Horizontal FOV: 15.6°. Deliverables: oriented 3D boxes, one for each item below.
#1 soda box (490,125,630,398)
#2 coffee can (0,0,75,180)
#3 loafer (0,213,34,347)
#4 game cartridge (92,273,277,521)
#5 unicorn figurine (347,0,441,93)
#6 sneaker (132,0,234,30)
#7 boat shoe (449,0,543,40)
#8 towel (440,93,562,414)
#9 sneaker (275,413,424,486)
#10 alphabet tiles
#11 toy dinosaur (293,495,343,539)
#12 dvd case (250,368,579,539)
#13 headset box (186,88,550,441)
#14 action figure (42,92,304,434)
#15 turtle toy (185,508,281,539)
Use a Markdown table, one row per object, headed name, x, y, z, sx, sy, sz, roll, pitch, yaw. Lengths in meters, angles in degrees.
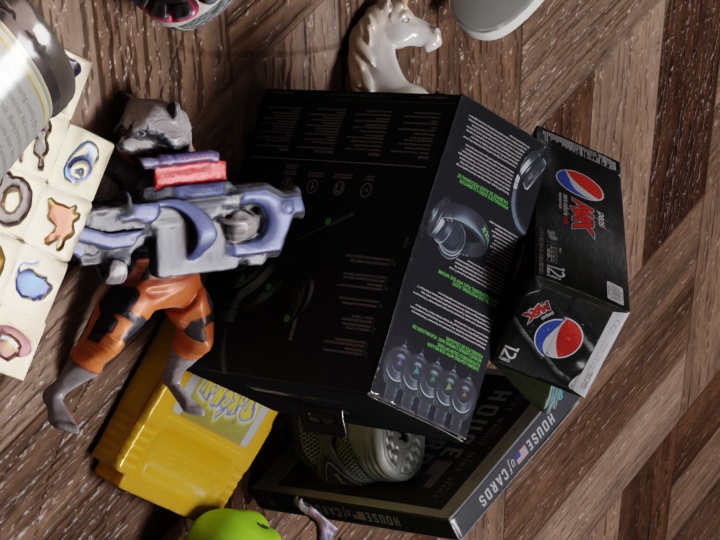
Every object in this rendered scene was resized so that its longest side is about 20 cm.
| name | x | y | z | sx | sy | sz | roll | pitch | yaw |
| --- | --- | --- | --- | --- | --- | --- | --- | --- | --- |
| soda box | 0.122 | -0.008 | 1.620 | 0.200 | 0.063 | 0.071 | -82 | -165 | -61 |
| coffee can | -0.241 | -0.049 | 1.147 | 0.200 | 0.146 | 0.147 | -54 | 155 | -20 |
| loafer | -0.229 | 0.033 | 1.372 | 0.073 | 0.071 | 0.201 | 15 | 90 | -35 |
| game cartridge | -0.087 | 0.064 | 1.720 | 0.201 | 0.032 | 0.176 | -62 | 156 | -4 |
| unicorn figurine | 0.031 | -0.084 | 1.715 | 0.200 | 0.137 | 0.074 | -57 | 170 | 25 |
| sneaker | -0.062 | -0.223 | 1.429 | 0.200 | 0.081 | 0.075 | -55 | 171 | 2 |
| boat shoe | 0.129 | -0.237 | 1.797 | 0.200 | 0.071 | 0.064 | -60 | 155 | -11 |
| towel | 0.095 | -0.015 | 1.813 | 0.022 | 0.200 | 0.147 | -3 | 121 | -36 |
| sneaker | -0.009 | 0.057 | 1.831 | 0.076 | 0.114 | 0.200 | 30 | 57 | -47 |
| alphabet tiles | -0.206 | -0.031 | 1.315 | 0.166 | 0.006 | 0.201 | 26 | 83 | -45 |
| toy dinosaur | -0.075 | 0.245 | 1.797 | 0.182 | 0.200 | 0.105 | -51 | 127 | -7 |
| dvd case | 0.037 | 0.122 | 1.841 | 0.150 | 0.200 | 0.025 | -47 | 122 | -32 |
| headset box | 0.000 | 0.000 | 1.582 | 0.093 | 0.174 | 0.201 | 27 | 74 | -42 |
| action figure | -0.142 | -0.008 | 1.499 | 0.199 | 0.105 | 0.194 | 2 | 108 | -37 |
| turtle toy | -0.121 | 0.227 | 1.711 | 0.200 | 0.145 | 0.101 | -31 | 120 | -48 |
